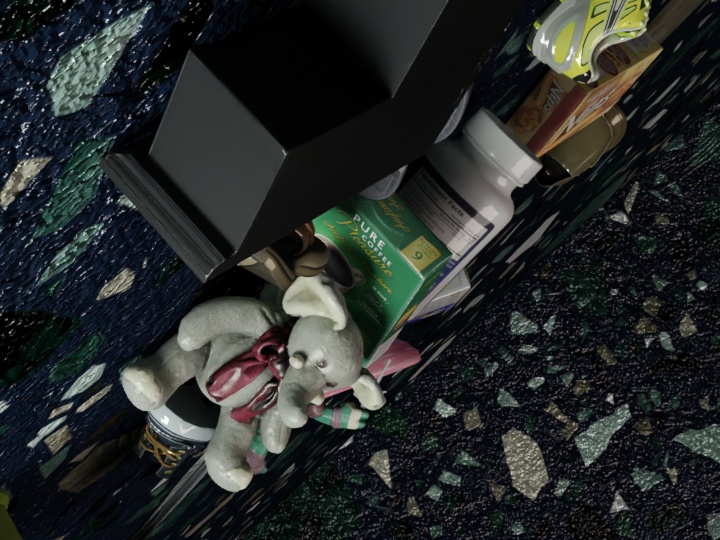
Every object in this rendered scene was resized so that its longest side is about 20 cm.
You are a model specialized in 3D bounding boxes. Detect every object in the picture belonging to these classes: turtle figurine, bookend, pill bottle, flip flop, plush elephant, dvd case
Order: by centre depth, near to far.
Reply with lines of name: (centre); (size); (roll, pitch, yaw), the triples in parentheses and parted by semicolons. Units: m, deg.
bookend: (-0.013, -0.121, 0.672); (0.200, 0.092, 0.199); (-33, 164, -40)
flip flop: (-0.062, -0.028, 0.929); (0.058, 0.081, 0.200); (-62, 168, 8)
plush elephant: (-0.065, 0.082, 1.076); (0.154, 0.165, 0.200); (1, -136, 42)
pill bottle: (0.077, -0.057, 1.226); (0.200, 0.111, 0.111); (-46, 170, 13)
dvd case: (-0.153, 0.189, 1.252); (0.200, 0.016, 0.149); (-48, 180, 36)
turtle figurine: (-0.071, 0.115, 1.325); (0.200, 0.150, 0.101); (-43, 145, 20)

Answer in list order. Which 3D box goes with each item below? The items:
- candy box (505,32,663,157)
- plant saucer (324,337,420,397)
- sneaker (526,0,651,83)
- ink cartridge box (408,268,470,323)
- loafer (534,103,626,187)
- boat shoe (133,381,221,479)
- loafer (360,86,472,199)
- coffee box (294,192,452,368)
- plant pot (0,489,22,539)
candy box: (0.257, -0.209, 1.465); (0.200, 0.055, 0.116); (-32, 165, -46)
plant saucer: (-0.025, 0.125, 1.598); (0.200, 0.051, 0.201); (-21, 174, -2)
sneaker: (0.245, -0.257, 1.168); (0.200, 0.076, 0.075); (-47, 168, 14)
ink cartridge box: (0.023, 0.050, 1.534); (0.199, 0.047, 0.198); (-18, 174, -6)
loafer: (0.296, -0.167, 1.734); (0.067, 0.076, 0.200); (-45, 172, -28)
boat shoe: (-0.179, 0.159, 1.217); (0.091, 0.071, 0.200); (-48, 172, 1)
loafer: (0.035, -0.124, 0.962); (0.063, 0.072, 0.200); (-60, -175, -29)
coffee box: (0.000, 0.000, 1.134); (0.044, 0.123, 0.200); (-36, 166, -30)
plant pot: (-0.306, 0.313, 1.022); (0.200, 0.190, 0.200); (-43, 170, -9)
